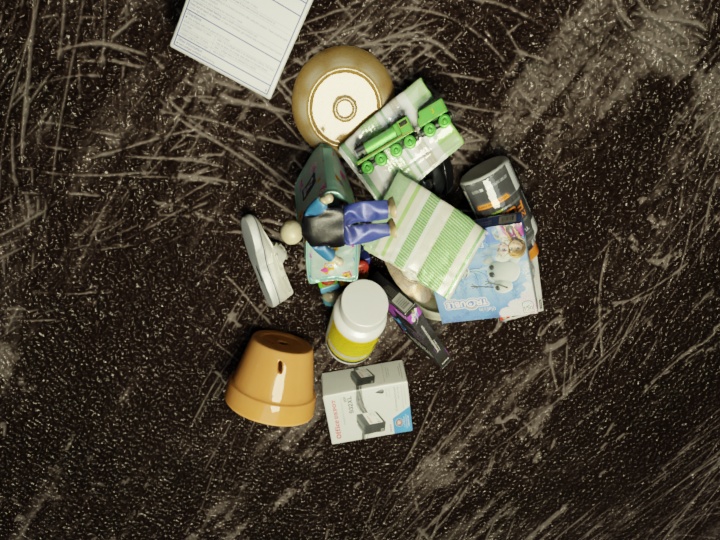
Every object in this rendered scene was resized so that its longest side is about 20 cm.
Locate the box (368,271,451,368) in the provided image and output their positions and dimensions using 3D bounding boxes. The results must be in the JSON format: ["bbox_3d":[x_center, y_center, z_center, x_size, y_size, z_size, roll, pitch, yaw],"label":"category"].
[{"bbox_3d":[0.102,0.104,1.263,0.036,0.143,0.201,-42,130,-6],"label":"box"}]

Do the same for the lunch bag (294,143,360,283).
[{"bbox_3d":[-0.060,-0.107,1.131,0.117,0.173,0.205,-5,130,-3],"label":"lunch bag"}]

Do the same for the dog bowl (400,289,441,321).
[{"bbox_3d":[0.172,-0.001,1.280,0.193,0.074,0.206,-2,118,-4],"label":"dog bowl"}]

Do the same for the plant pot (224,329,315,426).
[{"bbox_3d":[-0.178,0.218,1.301,0.194,0.200,0.145,13,100,-13],"label":"plant pot"}]

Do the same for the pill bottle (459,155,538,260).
[{"bbox_3d":[0.280,-0.109,1.198,0.104,0.107,0.204,-27,107,9],"label":"pill bottle"}]

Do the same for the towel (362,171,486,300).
[{"bbox_3d":[0.115,-0.061,1.125,0.197,0.023,0.155,31,99,5],"label":"towel"}]

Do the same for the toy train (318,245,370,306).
[{"bbox_3d":[0.000,0.000,1.266,0.194,0.086,0.118,-16,135,-6],"label":"toy train"}]

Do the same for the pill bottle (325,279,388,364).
[{"bbox_3d":[-0.007,0.105,1.242,0.110,0.118,0.201,4,154,-8],"label":"pill bottle"}]

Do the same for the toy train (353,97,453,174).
[{"bbox_3d":[0.072,-0.238,1.087,0.196,0.042,0.058,-29,95,9],"label":"toy train"}]

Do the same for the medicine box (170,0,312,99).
[{"bbox_3d":[-0.186,-0.423,1.001,0.178,0.104,0.203,24,113,-17],"label":"medicine box"}]

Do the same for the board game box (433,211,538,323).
[{"bbox_3d":[0.231,0.001,1.188,0.194,0.044,0.204,-8,120,21],"label":"board game box"}]

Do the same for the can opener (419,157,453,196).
[{"bbox_3d":[0.123,-0.230,1.171,0.062,0.079,0.205,1,123,38],"label":"can opener"}]

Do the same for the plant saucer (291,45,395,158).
[{"bbox_3d":[-0.029,-0.300,1.121,0.193,0.036,0.206,-2,118,-5],"label":"plant saucer"}]

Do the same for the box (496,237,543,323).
[{"bbox_3d":[0.331,0.009,1.323,0.106,0.035,0.205,-14,118,2],"label":"box"}]

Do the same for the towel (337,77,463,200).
[{"bbox_3d":[0.074,-0.227,1.121,0.198,0.031,0.150,-37,105,13],"label":"towel"}]

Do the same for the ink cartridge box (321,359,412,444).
[{"bbox_3d":[0.015,0.304,1.416,0.193,0.084,0.149,-9,119,-1],"label":"ink cartridge box"}]

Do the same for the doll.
[{"bbox_3d":[-0.037,-0.069,1.025,0.193,0.049,0.140,-7,124,-5],"label":"doll"}]

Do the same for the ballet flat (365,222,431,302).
[{"bbox_3d":[0.077,-0.030,1.181,0.202,0.067,0.067,52,148,9],"label":"ballet flat"}]

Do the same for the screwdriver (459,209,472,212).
[{"bbox_3d":[0.140,-0.117,1.236,0.192,0.029,0.029,1,119,-1],"label":"screwdriver"}]

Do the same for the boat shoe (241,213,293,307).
[{"bbox_3d":[-0.182,-0.027,1.239,0.069,0.070,0.205,-27,117,-22],"label":"boat shoe"}]
